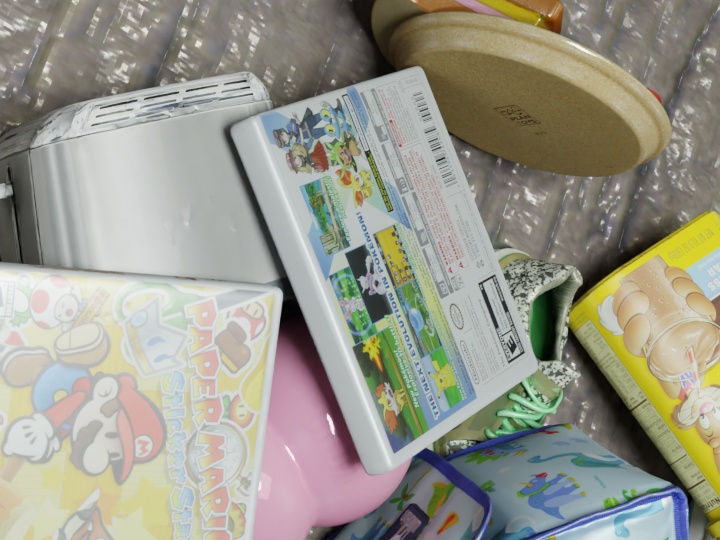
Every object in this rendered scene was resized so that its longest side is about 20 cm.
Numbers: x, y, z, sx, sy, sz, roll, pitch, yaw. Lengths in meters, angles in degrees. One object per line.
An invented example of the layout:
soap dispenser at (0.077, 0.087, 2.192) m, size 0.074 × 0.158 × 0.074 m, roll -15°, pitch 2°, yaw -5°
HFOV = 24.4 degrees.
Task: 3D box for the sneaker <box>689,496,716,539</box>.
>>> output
sneaker at (0.278, 0.237, 1.207) m, size 0.076 × 0.080 × 0.202 m, roll 13°, pitch 81°, yaw -37°

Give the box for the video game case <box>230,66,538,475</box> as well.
video game case at (0.020, -0.007, 0.946) m, size 0.182 × 0.022 × 0.201 m, roll -25°, pitch 95°, yaw -55°

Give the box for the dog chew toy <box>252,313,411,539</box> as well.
dog chew toy at (-0.064, 0.112, 0.941) m, size 0.199 × 0.124 × 0.125 m, roll -35°, pitch 108°, yaw -24°

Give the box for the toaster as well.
toaster at (-0.109, -0.032, 0.915) m, size 0.199 × 0.113 × 0.130 m, roll -15°, pitch 94°, yaw -33°

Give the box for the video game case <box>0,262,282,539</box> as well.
video game case at (-0.133, 0.100, 0.830) m, size 0.181 × 0.023 × 0.202 m, roll 5°, pitch 95°, yaw -30°

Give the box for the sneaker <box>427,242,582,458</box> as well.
sneaker at (0.100, 0.078, 1.078) m, size 0.076 × 0.088 × 0.202 m, roll 14°, pitch 79°, yaw -35°

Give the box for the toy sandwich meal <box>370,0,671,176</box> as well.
toy sandwich meal at (0.103, -0.129, 1.038) m, size 0.204 × 0.205 × 0.071 m, roll 31°, pitch 72°, yaw -31°

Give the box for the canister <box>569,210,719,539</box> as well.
canister at (0.250, 0.074, 1.148) m, size 0.148 × 0.087 × 0.201 m, roll -30°, pitch 79°, yaw -31°

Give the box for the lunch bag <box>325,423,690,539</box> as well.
lunch bag at (0.074, 0.174, 0.968) m, size 0.198 × 0.170 × 0.128 m, roll -17°, pitch 101°, yaw -11°
